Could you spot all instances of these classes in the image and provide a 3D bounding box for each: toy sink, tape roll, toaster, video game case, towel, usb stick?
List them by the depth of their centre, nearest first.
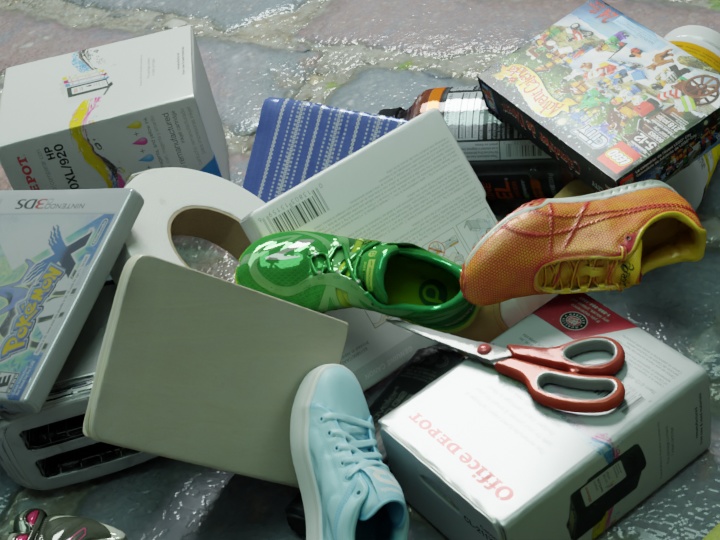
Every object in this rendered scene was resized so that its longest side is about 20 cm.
[{"bbox_3d":[-0.127,0.074,0.999,0.111,0.199,0.132,3,77,50],"label":"toy sink"},{"bbox_3d":[0.015,0.133,1.057,0.055,0.033,0.200,10,45,39],"label":"usb stick"},{"bbox_3d":[-0.284,0.018,1.104,0.181,0.022,0.201,1,57,36],"label":"video game case"},{"bbox_3d":[-0.225,0.093,1.119,0.198,0.114,0.130,-15,42,-1],"label":"toaster"},{"bbox_3d":[-0.126,-0.007,1.167,0.201,0.037,0.204,24,34,-18],"label":"tape roll"},{"bbox_3d":[-0.026,-0.078,1.262,0.198,0.024,0.146,14,89,30],"label":"towel"}]

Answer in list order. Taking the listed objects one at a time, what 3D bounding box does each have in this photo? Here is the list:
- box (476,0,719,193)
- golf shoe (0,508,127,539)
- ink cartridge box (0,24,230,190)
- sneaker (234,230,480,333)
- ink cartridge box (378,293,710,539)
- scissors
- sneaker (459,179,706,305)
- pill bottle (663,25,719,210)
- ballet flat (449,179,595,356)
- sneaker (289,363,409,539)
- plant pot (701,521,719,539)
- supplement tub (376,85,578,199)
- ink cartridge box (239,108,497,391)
[{"bbox_3d":[0.209,-0.146,1.145,0.136,0.038,0.200,-34,44,-10],"label":"box"},{"bbox_3d":[-0.227,0.252,0.962,0.087,0.078,0.201,1,42,7],"label":"golf shoe"},{"bbox_3d":[-0.243,-0.127,1.354,0.198,0.148,0.145,-14,39,2],"label":"ink cartridge box"},{"bbox_3d":[0.000,0.000,1.070,0.198,0.084,0.075,6,72,1],"label":"sneaker"},{"bbox_3d":[0.134,0.120,0.993,0.199,0.083,0.145,-32,42,-21],"label":"ink cartridge box"},{"bbox_3d":[0.099,0.066,0.991,0.198,0.014,0.073,6,44,23],"label":"scissors"},{"bbox_3d":[0.170,-0.016,1.028,0.198,0.074,0.077,-19,41,-10],"label":"sneaker"},{"bbox_3d":[0.279,-0.136,1.228,0.108,0.110,0.201,9,45,26],"label":"pill bottle"},{"bbox_3d":[0.151,-0.005,1.128,0.200,0.069,0.063,-49,33,-21],"label":"ballet flat"},{"bbox_3d":[0.004,0.154,0.952,0.082,0.073,0.202,-30,58,41],"label":"sneaker"},{"bbox_3d":[0.261,0.206,0.789,0.199,0.202,0.184,16,36,32],"label":"plant pot"},{"bbox_3d":[0.114,-0.119,1.264,0.198,0.108,0.107,0,41,18],"label":"supplement tub"},{"bbox_3d":[0.025,-0.017,1.157,0.199,0.175,0.044,-31,2,-20],"label":"ink cartridge box"}]
